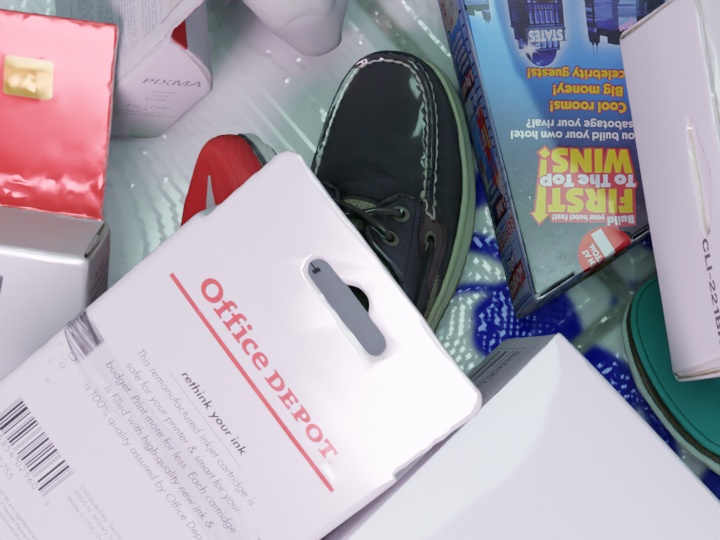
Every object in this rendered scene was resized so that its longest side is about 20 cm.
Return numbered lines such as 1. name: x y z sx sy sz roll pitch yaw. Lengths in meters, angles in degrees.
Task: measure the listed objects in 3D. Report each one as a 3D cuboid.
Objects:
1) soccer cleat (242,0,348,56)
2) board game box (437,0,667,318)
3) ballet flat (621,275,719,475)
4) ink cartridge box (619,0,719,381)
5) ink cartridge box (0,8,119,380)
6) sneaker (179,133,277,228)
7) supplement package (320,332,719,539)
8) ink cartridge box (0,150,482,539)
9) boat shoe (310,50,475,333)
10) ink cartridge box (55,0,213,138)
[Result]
1. soccer cleat: -0.042 -0.182 1.016 0.069 0.078 0.200 -14 58 8
2. board game box: 0.120 -0.080 0.983 0.200 0.062 0.200 1 81 -3
3. ballet flat: 0.179 0.075 0.940 0.069 0.069 0.200 -43 49 -6
4. ink cartridge box: 0.213 -0.041 0.907 0.200 0.084 0.144 -6 82 -17
5. ink cartridge box: -0.203 -0.024 0.950 0.200 0.045 0.176 8 116 4
6. sneaker: -0.078 0.040 0.930 0.085 0.077 0.200 12 94 -30
7. supplement package: 0.079 0.147 0.896 0.156 0.111 0.200 -43 93 -6
8. ink cartridge box: -0.051 0.052 0.842 0.200 0.068 0.116 -38 87 24
9. boat shoe: 0.000 0.000 0.968 0.072 0.065 0.200 8 79 19
10. ink cartridge box: -0.076 -0.157 0.943 0.050 0.200 0.161 0 76 -27
